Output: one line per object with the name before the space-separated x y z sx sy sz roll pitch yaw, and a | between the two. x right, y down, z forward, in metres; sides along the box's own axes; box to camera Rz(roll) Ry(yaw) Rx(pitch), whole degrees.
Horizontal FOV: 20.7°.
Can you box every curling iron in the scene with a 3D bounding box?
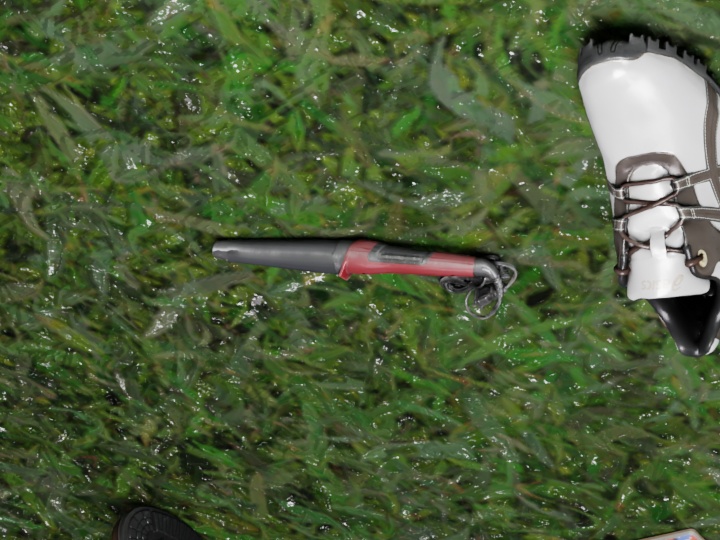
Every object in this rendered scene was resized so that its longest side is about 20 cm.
curling iron | 0.000 0.000 1.231 0.198 0.026 0.050 6 138 15

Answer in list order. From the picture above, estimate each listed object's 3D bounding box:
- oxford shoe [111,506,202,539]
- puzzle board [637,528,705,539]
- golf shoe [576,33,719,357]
oxford shoe | -0.153 0.259 1.578 0.084 0.073 0.201 -4 137 29
puzzle board | 0.237 0.265 1.476 0.150 0.018 0.200 -19 130 38
golf shoe | 0.168 -0.037 1.065 0.077 0.095 0.201 -8 135 31
